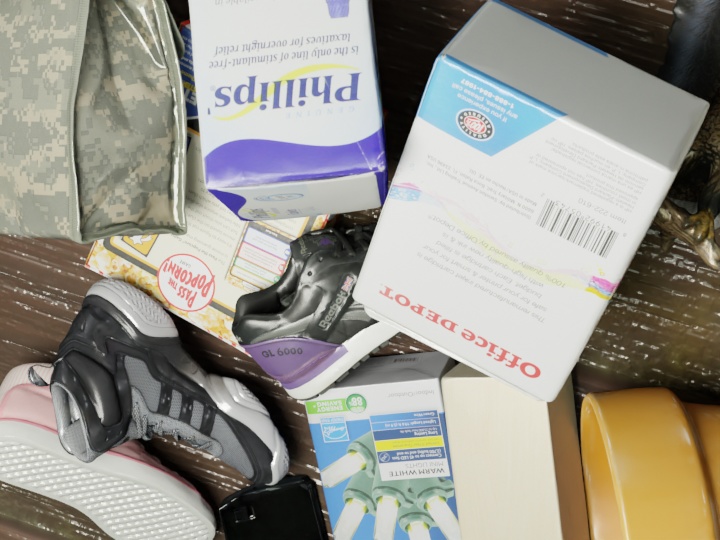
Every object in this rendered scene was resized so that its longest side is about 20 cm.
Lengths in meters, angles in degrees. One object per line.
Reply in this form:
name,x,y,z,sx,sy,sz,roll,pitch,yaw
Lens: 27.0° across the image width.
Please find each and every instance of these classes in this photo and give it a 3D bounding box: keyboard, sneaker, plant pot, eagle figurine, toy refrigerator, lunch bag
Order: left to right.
lunch bag,-0.205,-0.125,1.012,0.164,0.118,0.200,6,99,40
sneaker,-0.193,0.136,1.144,0.200,0.105,0.075,30,123,-24
sneaker,-0.149,0.109,1.082,0.200,0.114,0.075,46,152,-13
keyboard,-0.069,0.256,1.173,0.104,0.040,0.200,-12,104,-5
sneaker,0.000,0.000,1.017,0.200,0.076,0.088,-41,117,9
toy refrigerator,0.114,0.161,1.054,0.076,0.070,0.200,-4,101,25
plant pot,0.251,0.168,0.975,0.183,0.200,0.200,-7,105,2
eagle figurine,0.243,-0.103,0.933,0.200,0.151,0.152,-53,133,-6

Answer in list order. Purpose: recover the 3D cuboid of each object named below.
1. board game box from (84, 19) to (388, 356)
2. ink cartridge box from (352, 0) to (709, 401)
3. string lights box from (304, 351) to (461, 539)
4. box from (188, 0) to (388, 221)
board game box,-0.091,-0.057,1.065,0.151,0.046,0.200,29,112,5
ink cartridge box,0.095,-0.037,0.892,0.144,0.085,0.200,28,133,8
string lights box,0.031,0.164,1.094,0.103,0.059,0.200,-7,106,16
box,-0.042,-0.140,0.917,0.105,0.184,0.200,-5,86,1
